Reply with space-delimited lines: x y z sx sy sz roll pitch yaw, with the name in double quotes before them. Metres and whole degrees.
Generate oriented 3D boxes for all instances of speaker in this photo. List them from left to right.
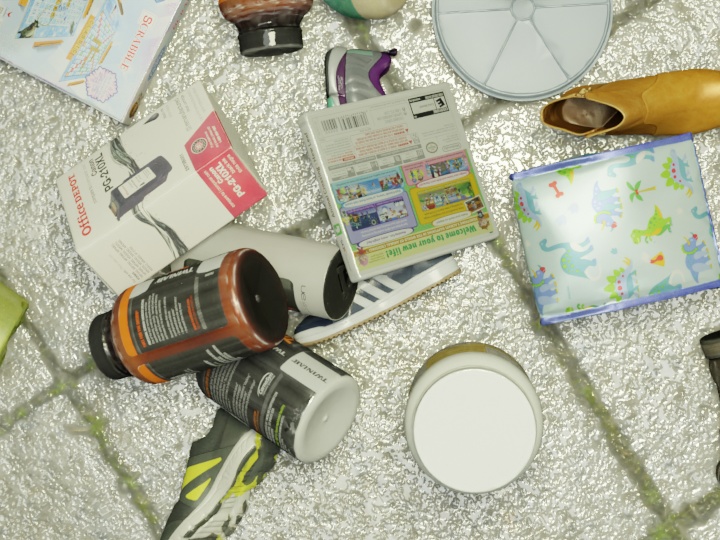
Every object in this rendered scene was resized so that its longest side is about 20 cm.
"speaker" -0.103 -0.004 1.508 0.199 0.081 0.082 12 93 26

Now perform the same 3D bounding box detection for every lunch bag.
"lunch bag" 0.274 -0.044 1.495 0.199 0.127 0.171 -13 91 14

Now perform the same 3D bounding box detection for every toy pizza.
"toy pizza" 0.177 -0.285 1.538 0.198 0.032 0.202 0 89 2

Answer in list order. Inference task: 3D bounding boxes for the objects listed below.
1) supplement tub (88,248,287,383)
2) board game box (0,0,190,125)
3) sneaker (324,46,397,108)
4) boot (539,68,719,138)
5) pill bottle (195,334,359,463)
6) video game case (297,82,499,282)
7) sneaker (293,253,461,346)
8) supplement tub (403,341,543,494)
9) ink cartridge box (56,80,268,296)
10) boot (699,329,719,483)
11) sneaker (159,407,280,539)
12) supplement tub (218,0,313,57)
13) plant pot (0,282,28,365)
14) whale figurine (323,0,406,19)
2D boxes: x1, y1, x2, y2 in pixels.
"supplement tub" -0.181 0.053 1.436 0.199 0.107 0.108 -18 91 24
"board game box" -0.304 -0.296 1.564 0.199 0.041 0.201 28 93 3
"sneaker" 0.007 -0.147 1.536 0.087 0.074 0.202 -3 91 -1
"boot" 0.297 -0.166 1.452 0.200 0.144 0.071 -1 102 25
"pill bottle" -0.105 0.115 1.510 0.199 0.106 0.107 30 94 30
"video game case" 0.043 -0.098 1.497 0.199 0.022 0.183 -17 87 -35
"sneaker" 0.000 0.000 1.541 0.199 0.070 0.109 -27 91 1
"supplement tub" 0.118 0.154 1.474 0.144 0.200 0.147 0 92 4
"ink cartridge box" -0.218 -0.089 1.509 0.199 0.145 0.084 -34 132 4
"boot" 0.470 0.137 1.524 0.199 0.069 0.175 -14 94 11
"sneaker" -0.166 0.237 1.569 0.200 0.074 0.085 -53 54 15
"supplement tub" -0.108 -0.337 1.518 0.106 0.107 0.202 -6 92 4
"plant pot" -0.472 0.053 1.527 0.183 0.200 0.201 27 94 -10
"whale figurine" -0.005 -0.370 1.495 0.103 0.159 0.202 2 106 26
